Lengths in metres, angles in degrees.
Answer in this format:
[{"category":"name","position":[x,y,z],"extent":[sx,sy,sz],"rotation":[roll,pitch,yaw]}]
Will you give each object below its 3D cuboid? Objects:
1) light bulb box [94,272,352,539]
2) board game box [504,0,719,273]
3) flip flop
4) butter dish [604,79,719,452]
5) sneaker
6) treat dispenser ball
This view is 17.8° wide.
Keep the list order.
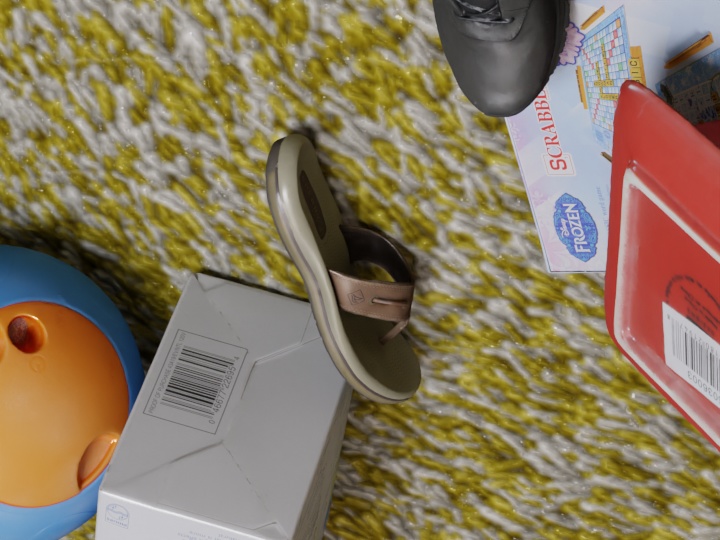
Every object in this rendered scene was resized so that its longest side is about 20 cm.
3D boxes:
[{"category":"light bulb box","position":[-0.088,0.148,1.485],"extent":[0.124,0.199,0.200],"rotation":[16,136,4]},{"category":"board game box","position":[0.180,-0.085,1.264],"extent":[0.199,0.041,0.200],"rotation":[0,132,22]},{"category":"flip flop","position":[0.000,0.000,1.406],"extent":[0.057,0.081,0.200],"rotation":[-14,121,15]},{"category":"butter dish","position":[0.231,0.002,1.203],"extent":[0.200,0.147,0.200],"rotation":[47,152,38]},{"category":"sneaker","position":[0.058,-0.170,1.167],"extent":[0.076,0.091,0.201],"rotation":[2,114,22]},{"category":"treat dispenser ball","position":[-0.239,0.083,1.487],"extent":[0.200,0.201,0.201],"rotation":[12,135,12]}]
